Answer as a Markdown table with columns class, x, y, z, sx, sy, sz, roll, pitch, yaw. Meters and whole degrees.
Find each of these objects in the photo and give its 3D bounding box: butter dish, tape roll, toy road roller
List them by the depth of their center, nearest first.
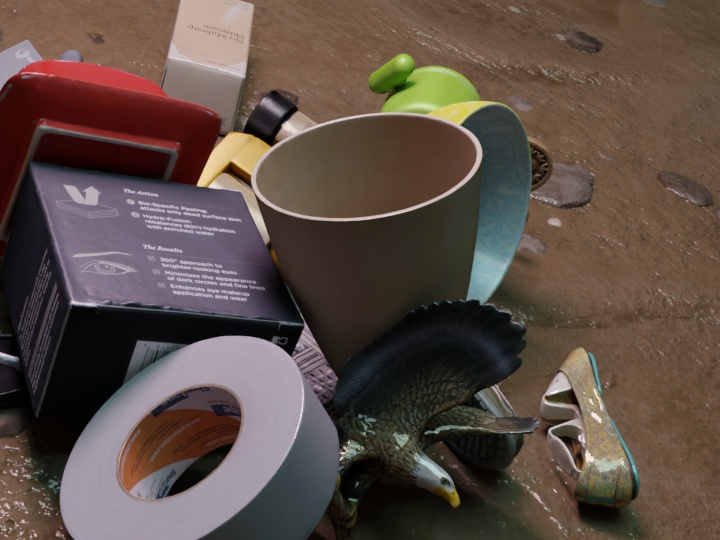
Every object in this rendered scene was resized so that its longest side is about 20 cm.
| class | x | y | z | sx | sy | sz | roll | pitch | yaw |
| --- | --- | --- | --- | --- | --- | --- | --- | --- | --- |
| tape roll | -0.115 | 0.143 | 1.108 | 0.198 | 0.066 | 0.201 | -19 | 37 | 15 |
| butter dish | -0.250 | -0.114 | 1.359 | 0.198 | 0.201 | 0.149 | 7 | 40 | -29 |
| toy road roller | -0.089 | -0.057 | 1.478 | 0.122 | 0.147 | 0.200 | 34 | 52 | 8 |

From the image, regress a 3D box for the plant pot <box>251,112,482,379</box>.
| class | x | y | z | sx | sy | sz | roll | pitch | yaw |
| --- | --- | --- | --- | --- | --- | --- | --- | --- | --- |
| plant pot | 0.017 | 0.001 | 1.267 | 0.185 | 0.202 | 0.188 | -6 | 30 | 4 |

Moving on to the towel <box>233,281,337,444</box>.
| class | x | y | z | sx | sy | sz | roll | pitch | yaw |
| --- | --- | --- | --- | --- | --- | --- | --- | --- | --- |
| towel | -0.073 | 0.084 | 1.357 | 0.199 | 0.035 | 0.191 | 38 | 37 | 28 |

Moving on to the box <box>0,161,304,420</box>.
| class | x | y | z | sx | sy | sz | roll | pitch | yaw |
| --- | --- | --- | --- | --- | --- | --- | --- | --- | --- |
| box | -0.176 | 0.021 | 1.261 | 0.194 | 0.118 | 0.201 | 7 | 33 | -27 |

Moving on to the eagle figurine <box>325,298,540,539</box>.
| class | x | y | z | sx | sy | sz | roll | pitch | yaw |
| --- | --- | --- | --- | --- | --- | --- | --- | --- | --- |
| eagle figurine | 0.040 | 0.124 | 1.219 | 0.200 | 0.152 | 0.151 | -42 | 98 | -19 |

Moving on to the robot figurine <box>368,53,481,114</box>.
| class | x | y | z | sx | sy | sz | roll | pitch | yaw |
| --- | --- | --- | --- | --- | --- | --- | --- | --- | --- |
| robot figurine | 0.076 | -0.156 | 1.726 | 0.175 | 0.116 | 0.201 | 43 | 28 | -11 |

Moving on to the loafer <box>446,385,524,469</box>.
| class | x | y | z | sx | sy | sz | roll | pitch | yaw |
| --- | --- | --- | --- | --- | --- | --- | --- | --- | --- |
| loafer | 0.094 | 0.098 | 1.383 | 0.069 | 0.076 | 0.200 | -8 | 40 | -29 |

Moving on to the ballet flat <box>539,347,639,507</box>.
| class | x | y | z | sx | sy | sz | roll | pitch | yaw |
| --- | --- | --- | --- | --- | --- | --- | --- | --- | --- |
| ballet flat | 0.196 | 0.137 | 1.391 | 0.070 | 0.071 | 0.201 | 9 | 33 | -14 |

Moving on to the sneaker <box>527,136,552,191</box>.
| class | x | y | z | sx | sy | sz | roll | pitch | yaw |
| --- | --- | --- | --- | --- | --- | --- | --- | --- | --- |
| sneaker | 0.094 | -0.110 | 1.554 | 0.197 | 0.068 | 0.090 | -7 | 17 | 9 |

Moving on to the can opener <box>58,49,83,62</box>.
| class | x | y | z | sx | sy | sz | roll | pitch | yaw |
| --- | --- | --- | --- | --- | --- | --- | --- | --- | --- |
| can opener | -0.293 | -0.144 | 1.502 | 0.052 | 0.067 | 0.201 | -4 | 40 | -10 |

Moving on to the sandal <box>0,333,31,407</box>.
| class | x | y | z | sx | sy | sz | roll | pitch | yaw |
| --- | --- | --- | --- | --- | --- | --- | --- | --- | --- |
| sandal | -0.266 | 0.076 | 1.261 | 0.198 | 0.043 | 0.076 | 6 | 34 | -19 |

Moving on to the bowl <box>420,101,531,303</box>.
| class | x | y | z | sx | sy | sz | roll | pitch | yaw |
| --- | --- | --- | --- | --- | --- | --- | --- | --- | --- |
| bowl | 0.066 | -0.065 | 1.436 | 0.107 | 0.203 | 0.199 | 15 | 26 | 32 |

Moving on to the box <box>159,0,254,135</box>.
| class | x | y | z | sx | sy | sz | roll | pitch | yaw |
| --- | --- | --- | --- | --- | --- | --- | --- | --- | --- |
| box | -0.177 | -0.242 | 1.765 | 0.094 | 0.078 | 0.201 | 13 | 32 | -10 |

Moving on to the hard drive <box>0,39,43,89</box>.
| class | x | y | z | sx | sy | sz | roll | pitch | yaw |
| --- | --- | --- | --- | --- | --- | --- | --- | --- | --- |
| hard drive | -0.373 | -0.132 | 1.452 | 0.199 | 0.033 | 0.140 | -29 | 49 | -15 |
